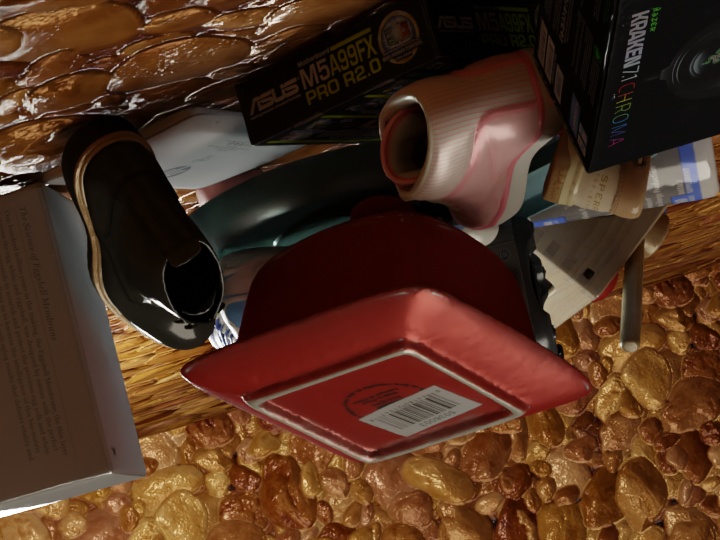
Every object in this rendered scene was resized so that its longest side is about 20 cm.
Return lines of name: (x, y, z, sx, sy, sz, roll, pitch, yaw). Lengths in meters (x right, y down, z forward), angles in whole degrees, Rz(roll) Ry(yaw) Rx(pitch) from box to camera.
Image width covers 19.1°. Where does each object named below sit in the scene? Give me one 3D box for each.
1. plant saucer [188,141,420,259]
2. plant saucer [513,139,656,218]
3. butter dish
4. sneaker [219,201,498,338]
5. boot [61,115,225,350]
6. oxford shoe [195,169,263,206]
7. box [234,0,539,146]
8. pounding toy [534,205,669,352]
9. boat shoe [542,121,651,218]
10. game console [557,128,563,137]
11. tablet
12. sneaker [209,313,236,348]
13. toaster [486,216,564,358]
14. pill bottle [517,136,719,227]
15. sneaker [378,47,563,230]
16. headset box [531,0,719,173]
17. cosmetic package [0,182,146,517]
plant saucer: (-0.033, -0.036, 1.498, 0.199, 0.028, 0.200, -18, 166, -5)
plant saucer: (0.108, -0.055, 1.498, 0.200, 0.019, 0.070, -26, 157, 35)
butter dish: (0.017, 0.022, 1.354, 0.199, 0.149, 0.199, -21, 146, 33)
sneaker: (0.000, 0.000, 1.453, 0.199, 0.073, 0.072, -16, -169, 4)
boot: (-0.117, 0.014, 1.346, 0.077, 0.138, 0.200, -35, 139, -7)
oxford shoe: (-0.089, -0.024, 1.681, 0.070, 0.075, 0.200, -18, 172, 4)
box: (0.044, -0.127, 1.367, 0.160, 0.044, 0.200, -21, 170, 39)
pounding toy: (0.189, -0.035, 1.690, 0.184, 0.142, 0.200, -52, 180, -12)
boat shoe: (0.165, -0.108, 1.281, 0.064, 0.201, 0.071, 19, 145, 7)
game console: (0.217, -0.133, 1.446, 0.199, 0.031, 0.177, -17, -156, -4)
tablet: (-0.115, -0.080, 1.473, 0.130, 0.014, 0.200, -21, 171, 26)
sneaker: (-0.071, 0.054, 1.560, 0.088, 0.076, 0.200, -14, -164, 14)
toaster: (0.077, 0.039, 1.548, 0.128, 0.114, 0.200, -11, 164, 6)
pill bottle: (0.157, -0.093, 1.569, 0.199, 0.114, 0.114, -10, 174, 10)
sneaker: (0.052, -0.073, 1.321, 0.104, 0.076, 0.200, -17, 165, -15)
headset box: (0.206, -0.159, 1.161, 0.199, 0.093, 0.174, -16, 151, -11)
cosmetic package: (-0.270, 0.068, 1.446, 0.199, 0.200, 0.123, -15, 173, 6)
